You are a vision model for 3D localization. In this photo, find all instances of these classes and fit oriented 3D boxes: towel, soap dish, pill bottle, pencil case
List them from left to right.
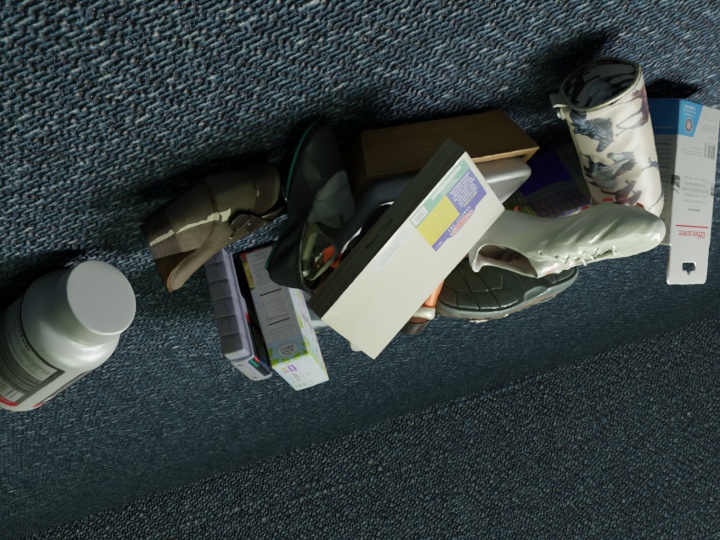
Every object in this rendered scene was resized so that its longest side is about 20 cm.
[{"bbox_3d":[-0.323,0.066,1.197,0.110,0.112,0.199,-3,159,-47],"label":"pill bottle"},{"bbox_3d":[0.061,-0.092,1.160,0.198,0.082,0.157,-11,164,-25],"label":"soap dish"},{"bbox_3d":[0.195,-0.090,1.289,0.198,0.023,0.144,-18,-150,4],"label":"towel"},{"bbox_3d":[0.251,-0.119,1.135,0.088,0.078,0.201,-11,136,15],"label":"pencil case"}]

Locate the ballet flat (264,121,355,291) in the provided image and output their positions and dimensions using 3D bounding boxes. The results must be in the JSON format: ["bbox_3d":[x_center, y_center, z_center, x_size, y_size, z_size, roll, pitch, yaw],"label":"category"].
[{"bbox_3d":[-0.040,-0.052,1.089,0.072,0.073,0.201,-10,141,-28],"label":"ballet flat"}]

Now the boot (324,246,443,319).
[{"bbox_3d":[0.000,0.000,1.277,0.197,0.109,0.075,8,-179,19],"label":"boot"}]

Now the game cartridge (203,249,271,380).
[{"bbox_3d":[-0.143,0.057,1.352,0.038,0.131,0.200,-18,166,0],"label":"game cartridge"}]

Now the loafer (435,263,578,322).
[{"bbox_3d":[0.166,0.029,1.331,0.198,0.072,0.063,-13,147,-24],"label":"loafer"}]

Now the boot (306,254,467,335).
[{"bbox_3d":[0.022,-0.014,1.360,0.069,0.187,0.201,-58,174,-36],"label":"boot"}]

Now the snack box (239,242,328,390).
[{"bbox_3d":[-0.092,0.062,1.405,0.052,0.144,0.200,-17,166,1],"label":"snack box"}]

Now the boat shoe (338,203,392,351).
[{"bbox_3d":[0.007,-0.001,1.126,0.073,0.061,0.201,-24,148,-22],"label":"boat shoe"}]

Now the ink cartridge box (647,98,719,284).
[{"bbox_3d":[0.350,-0.088,1.290,0.066,0.203,0.115,6,-176,39],"label":"ink cartridge box"}]

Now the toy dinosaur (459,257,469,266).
[{"bbox_3d":[0.144,0.003,1.425,0.198,0.048,0.088,-6,-169,42],"label":"toy dinosaur"}]

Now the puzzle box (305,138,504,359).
[{"bbox_3d":[0.046,-0.016,1.065,0.200,0.025,0.133,-49,149,-1],"label":"puzzle box"}]

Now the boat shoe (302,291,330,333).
[{"bbox_3d":[-0.065,0.054,1.573,0.197,0.072,0.091,-13,167,5],"label":"boat shoe"}]

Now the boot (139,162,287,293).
[{"bbox_3d":[-0.140,-0.044,1.127,0.145,0.071,0.200,-25,173,-9],"label":"boot"}]

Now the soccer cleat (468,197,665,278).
[{"bbox_3d":[0.204,-0.025,1.139,0.197,0.078,0.070,0,141,19],"label":"soccer cleat"}]
